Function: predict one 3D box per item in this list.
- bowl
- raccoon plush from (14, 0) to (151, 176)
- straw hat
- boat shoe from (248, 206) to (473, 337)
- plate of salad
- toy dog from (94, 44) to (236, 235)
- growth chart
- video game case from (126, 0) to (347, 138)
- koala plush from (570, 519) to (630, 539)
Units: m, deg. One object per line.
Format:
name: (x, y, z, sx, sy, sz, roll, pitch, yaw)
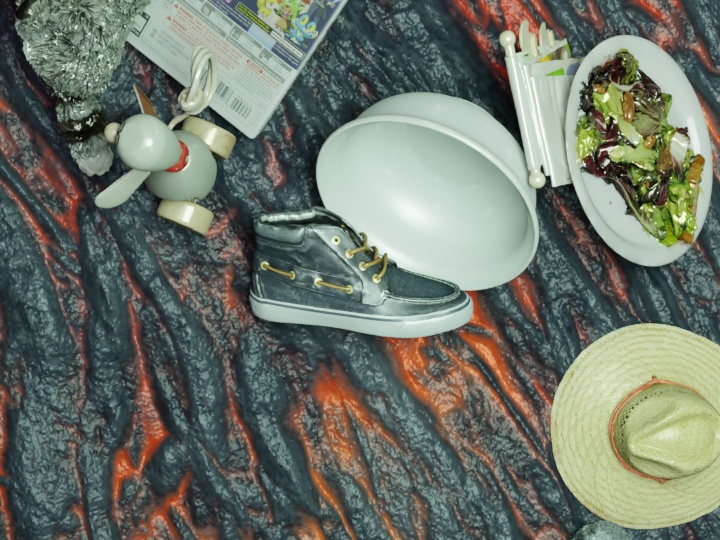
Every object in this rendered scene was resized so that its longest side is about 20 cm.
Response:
bowl: (0.069, -0.083, 1.223, 0.200, 0.201, 0.091, 31, 55, -5)
raccoon plush: (-0.201, -0.192, 1.217, 0.132, 0.097, 0.202, -11, 126, 12)
straw hat: (0.274, 0.144, 1.276, 0.198, 0.085, 0.204, 0, 93, -4)
boat shoe: (0.000, 0.000, 1.236, 0.197, 0.071, 0.092, 4, 113, 6)
plate of salad: (0.251, -0.105, 1.241, 0.198, 0.048, 0.203, 6, 81, -39)
toy dog: (-0.174, -0.101, 1.198, 0.095, 0.201, 0.133, 17, 65, 12)
growth chart: (0.171, -0.136, 1.220, 0.018, 0.199, 0.147, -10, 88, 29)
video game case: (-0.121, -0.242, 1.217, 0.199, 0.023, 0.183, 38, 118, 0)
koala plush: (0.213, 0.344, 1.222, 0.183, 0.200, 0.178, -41, 95, -1)
